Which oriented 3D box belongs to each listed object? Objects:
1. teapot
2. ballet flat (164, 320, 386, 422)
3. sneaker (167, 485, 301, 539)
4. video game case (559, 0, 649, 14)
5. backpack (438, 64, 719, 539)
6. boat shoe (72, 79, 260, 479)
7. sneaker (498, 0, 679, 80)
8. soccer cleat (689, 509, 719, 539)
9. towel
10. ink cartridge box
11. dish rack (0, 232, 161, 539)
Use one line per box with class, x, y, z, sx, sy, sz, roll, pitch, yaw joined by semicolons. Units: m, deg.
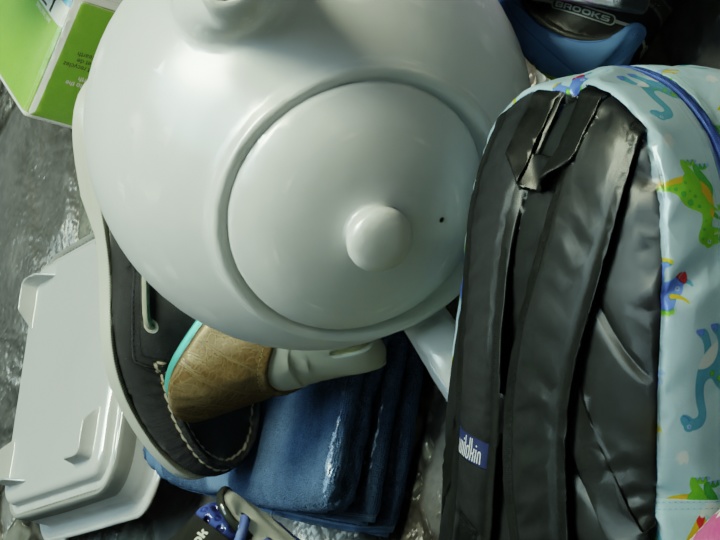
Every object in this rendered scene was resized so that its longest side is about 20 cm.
teapot;-0.009;-0.039;1.164;0.146;0.200;0.198;-122;46;-55
ballet flat;0.000;0.000;1.290;0.072;0.068;0.200;35;75;29
sneaker;-0.031;0.157;1.265;0.081;0.115;0.199;-58;30;-6
video game case;0.073;-0.185;1.205;0.200;0.019;0.143;19;95;58
backpack;0.102;0.022;1.093;0.163;0.154;0.200;17;120;61
boat shoe;-0.076;0.004;1.324;0.060;0.074;0.200;7;112;44
sneaker;0.089;-0.153;1.263;0.083;0.071;0.200;-42;40;18
soccer cleat;0.183;0.063;0.990;0.200;0.070;0.086;-36;34;30
towel;-0.036;0.060;1.399;0.200;0.048;0.112;6;84;61
ink cartridge box;-0.189;-0.144;1.591;0.076;0.200;0.148;-66;31;19
dish rack;-0.148;0.053;1.576;0.200;0.043;0.172;-22;58;63
